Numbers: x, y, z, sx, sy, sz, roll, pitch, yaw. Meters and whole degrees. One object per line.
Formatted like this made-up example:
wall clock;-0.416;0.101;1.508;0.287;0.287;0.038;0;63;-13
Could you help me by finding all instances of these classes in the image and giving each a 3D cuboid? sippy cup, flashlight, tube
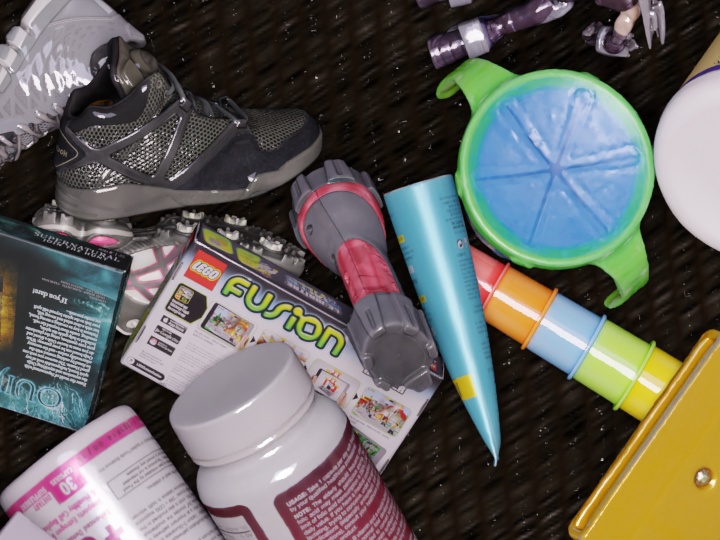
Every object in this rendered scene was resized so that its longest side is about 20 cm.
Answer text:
sippy cup;0.127;-0.060;1.610;0.138;0.130;0.179;-3;82;-5
flashlight;0.000;0.000;1.570;0.067;0.200;0.068;1;121;-14
tube;0.068;0.036;1.596;0.050;0.077;0.202;-17;88;9

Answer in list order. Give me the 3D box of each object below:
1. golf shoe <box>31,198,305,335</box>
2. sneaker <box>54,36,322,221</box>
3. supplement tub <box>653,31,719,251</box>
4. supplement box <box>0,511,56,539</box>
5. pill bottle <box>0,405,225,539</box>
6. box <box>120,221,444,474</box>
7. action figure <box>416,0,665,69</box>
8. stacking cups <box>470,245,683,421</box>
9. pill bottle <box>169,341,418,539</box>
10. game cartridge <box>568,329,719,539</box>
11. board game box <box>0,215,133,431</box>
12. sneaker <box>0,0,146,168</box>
golf shoe;-0.138;0.001;1.634;0.198;0.077;0.089;6;101;3
sneaker;-0.118;-0.107;1.604;0.198;0.076;0.115;-9;120;-19
supplement tub;0.298;-0.114;1.580;0.145;0.146;0.200;37;44;2
supplement box;-0.217;0.247;1.528;0.109;0.200;0.061;36;57;2
pill bottle;-0.147;0.204;1.580;0.113;0.113;0.201;-36;86;-6
box;-0.053;0.063;1.599;0.199;0.035;0.110;30;110;-10
action figure;0.138;-0.205;1.629;0.198;0.069;0.131;-11;99;21
stacking cups;0.147;0.041;1.641;0.199;0.061;0.061;34;83;5
pill bottle;-0.040;0.156;1.556;0.114;0.114;0.201;-31;110;-5
game cartridge;0.266;0.169;1.611;0.200;0.032;0.177;39;83;-21
board game box;-0.269;0.024;1.606;0.198;0.028;0.136;18;115;1
sneaker;-0.222;-0.105;1.634;0.115;0.075;0.201;34;82;0
